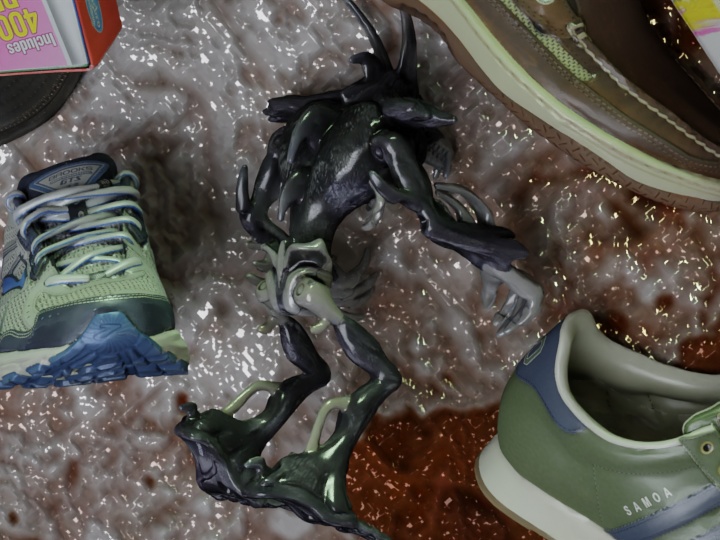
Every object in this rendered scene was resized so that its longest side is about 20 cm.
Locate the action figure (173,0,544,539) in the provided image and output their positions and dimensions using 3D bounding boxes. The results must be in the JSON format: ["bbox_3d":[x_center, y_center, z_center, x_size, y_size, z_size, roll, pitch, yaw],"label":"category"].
[{"bbox_3d":[0.000,0.000,1.152,0.119,0.102,0.200,8,77,48],"label":"action figure"}]

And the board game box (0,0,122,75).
[{"bbox_3d":[-0.184,-0.166,1.100,0.153,0.040,0.200,-3,118,17],"label":"board game box"}]

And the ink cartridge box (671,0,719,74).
[{"bbox_3d":[0.162,-0.131,1.042,0.116,0.067,0.200,-30,98,31],"label":"ink cartridge box"}]

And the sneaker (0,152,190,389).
[{"bbox_3d":[-0.114,-0.001,1.164,0.077,0.200,0.085,-5,96,-11],"label":"sneaker"}]

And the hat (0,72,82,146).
[{"bbox_3d":[-0.211,-0.122,1.210,0.200,0.081,0.201,9,113,21],"label":"hat"}]

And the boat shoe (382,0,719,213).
[{"bbox_3d":[0.069,-0.104,1.094,0.202,0.075,0.075,37,115,7],"label":"boat shoe"}]

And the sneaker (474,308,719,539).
[{"bbox_3d":[0.141,0.084,1.138,0.200,0.067,0.090,27,125,16],"label":"sneaker"}]
